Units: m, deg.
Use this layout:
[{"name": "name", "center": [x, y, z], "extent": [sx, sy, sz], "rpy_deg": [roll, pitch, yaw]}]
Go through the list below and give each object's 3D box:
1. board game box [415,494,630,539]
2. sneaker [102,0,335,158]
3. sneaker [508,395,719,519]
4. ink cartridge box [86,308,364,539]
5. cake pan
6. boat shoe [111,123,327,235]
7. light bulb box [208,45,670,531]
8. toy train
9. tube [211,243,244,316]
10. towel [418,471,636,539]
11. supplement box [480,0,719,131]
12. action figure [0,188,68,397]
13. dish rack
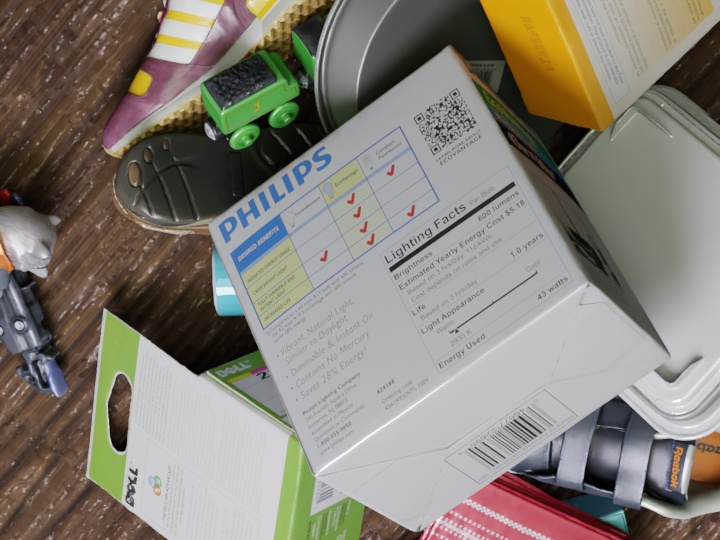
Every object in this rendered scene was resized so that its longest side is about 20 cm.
[{"name": "board game box", "center": [0.108, 0.257, 1.375], "extent": [0.199, 0.047, 0.151], "rpy_deg": [-15, 105, 3]}, {"name": "sneaker", "center": [-0.104, -0.156, 1.245], "extent": [0.200, 0.075, 0.090], "rpy_deg": [-39, 76, 17]}, {"name": "sneaker", "center": [0.169, 0.110, 1.215], "extent": [0.199, 0.079, 0.079], "rpy_deg": [4, 106, -3]}, {"name": "ink cartridge box", "center": [-0.092, 0.119, 1.292], "extent": [0.200, 0.076, 0.148], "rpy_deg": [31, 125, 34]}, {"name": "cake pan", "center": [0.067, -0.135, 1.219], "extent": [0.200, 0.037, 0.201], "rpy_deg": [-15, 127, -21]}, {"name": "boat shoe", "center": [-0.071, -0.057, 1.268], "extent": [0.199, 0.074, 0.076], "rpy_deg": [4, 78, -21]}, {"name": "light bulb box", "center": [0.043, 0.012, 1.147], "extent": [0.198, 0.200, 0.125], "rpy_deg": [-35, 143, 13]}, {"name": "toy train", "center": [-0.015, -0.144, 1.222], "extent": [0.200, 0.056, 0.042], "rpy_deg": [-31, 64, -12]}, {"name": "tube", "center": [0.000, 0.000, 1.294], "extent": [0.199, 0.050, 0.078], "rpy_deg": [-4, 66, 0]}, {"name": "towel", "center": [0.089, 0.241, 1.334], "extent": [0.144, 0.022, 0.200], "rpy_deg": [26, 105, -10]}, {"name": "supplement box", "center": [0.168, -0.199, 1.173], "extent": [0.200, 0.073, 0.126], "rpy_deg": [-42, 125, -20]}, {"name": "action figure", "center": [-0.279, 0.020, 1.270], "extent": [0.193, 0.105, 0.200], "rpy_deg": [-25, 102, 16]}, {"name": "dish rack", "center": [0.188, -0.013, 1.188], "extent": [0.172, 0.044, 0.200], "rpy_deg": [-48, 62, 5]}]
